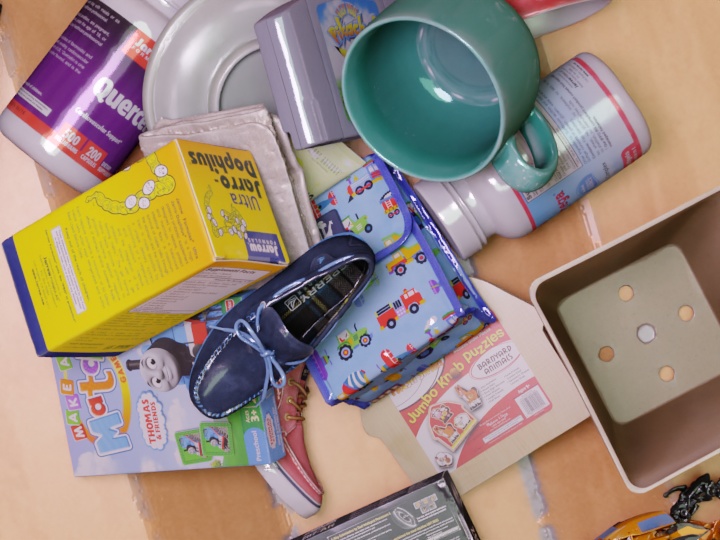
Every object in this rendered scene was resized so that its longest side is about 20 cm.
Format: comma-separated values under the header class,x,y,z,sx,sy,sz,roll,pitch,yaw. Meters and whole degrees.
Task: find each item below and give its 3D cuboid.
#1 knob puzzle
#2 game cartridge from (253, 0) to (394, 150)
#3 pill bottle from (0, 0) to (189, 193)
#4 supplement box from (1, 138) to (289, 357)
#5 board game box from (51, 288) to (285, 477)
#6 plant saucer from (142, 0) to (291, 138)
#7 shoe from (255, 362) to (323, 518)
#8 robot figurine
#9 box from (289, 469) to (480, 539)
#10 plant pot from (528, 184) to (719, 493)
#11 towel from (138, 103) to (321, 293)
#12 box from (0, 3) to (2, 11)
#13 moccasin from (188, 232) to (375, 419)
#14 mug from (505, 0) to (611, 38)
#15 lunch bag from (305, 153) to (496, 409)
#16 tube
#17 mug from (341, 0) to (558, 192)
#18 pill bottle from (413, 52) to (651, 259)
class,x,y,z,sx,sy,sz,roll,pitch,yaw
knob puzzle,0.086,0.091,1.722,0.220,0.030,0.220,1,95,14
game cartridge,-0.012,-0.181,1.650,0.040,0.200,0.133,-19,89,35
pill bottle,-0.222,-0.173,1.673,0.112,0.112,0.200,37,89,-2
supplement box,-0.180,-0.015,1.569,0.200,0.109,0.110,-27,75,27
board game box,-0.174,0.102,1.669,0.200,0.037,0.151,-6,99,24
plant saucer,-0.091,-0.158,1.659,0.200,0.050,0.200,-13,118,-25
shoe,-0.072,0.120,1.701,0.091,0.071,0.200,-35,87,4
robot figurine,0.298,0.272,1.724,0.200,0.058,0.145,-21,92,-1
box,0.021,0.294,1.705,0.200,0.044,0.160,-26,91,7
plant pot,0.266,0.056,1.661,0.200,0.177,0.200,-27,91,-2
towel,-0.106,-0.044,1.633,0.132,0.034,0.200,-6,111,22
box,-0.433,-0.159,1.659,0.200,0.124,0.197,8,92,-2
moccasin,-0.069,0.044,1.577,0.080,0.068,0.200,40,90,-18
mug,0.146,-0.317,1.694,0.177,0.133,0.200,-17,86,-32
lunch bag,0.000,0.000,1.689,0.151,0.094,0.200,-35,72,15
tube,-0.095,-0.059,1.678,0.200,0.058,0.052,-35,86,17
mug,0.081,-0.154,1.607,0.152,0.114,0.185,-7,116,34
pill bottle,0.152,-0.099,1.691,0.200,0.109,0.109,-35,92,-1
